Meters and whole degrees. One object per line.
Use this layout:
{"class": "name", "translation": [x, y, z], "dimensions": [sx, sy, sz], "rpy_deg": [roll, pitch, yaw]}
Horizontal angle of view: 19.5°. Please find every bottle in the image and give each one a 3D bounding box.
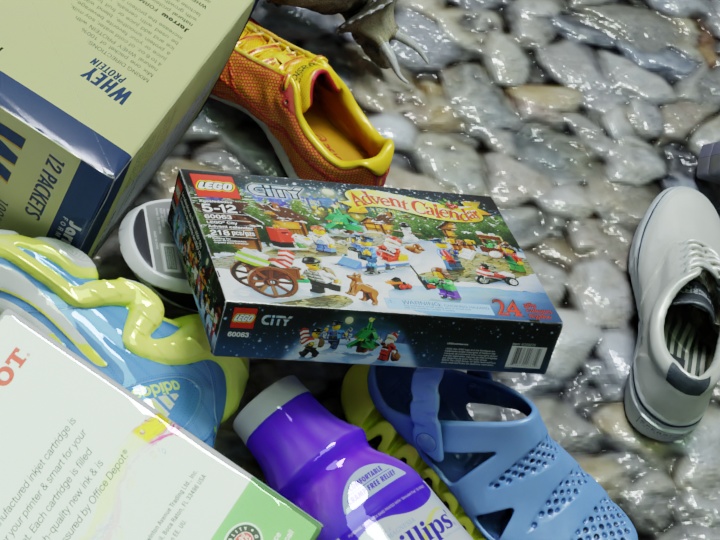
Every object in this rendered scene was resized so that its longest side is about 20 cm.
{"class": "bottle", "translation": [0.008, 0.147, 1.168], "dimensions": [0.083, 0.065, 0.200], "rpy_deg": [-29, 72, -37]}

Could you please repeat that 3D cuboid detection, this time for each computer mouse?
{"class": "computer mouse", "translation": [-0.053, -0.003, 1.262], "dimensions": [0.199, 0.044, 0.110], "rpy_deg": [5, 50, -21]}

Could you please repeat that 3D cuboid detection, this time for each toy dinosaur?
{"class": "toy dinosaur", "translation": [-0.040, -0.195, 1.355], "dimensions": [0.102, 0.077, 0.200], "rpy_deg": [24, 2, 39]}

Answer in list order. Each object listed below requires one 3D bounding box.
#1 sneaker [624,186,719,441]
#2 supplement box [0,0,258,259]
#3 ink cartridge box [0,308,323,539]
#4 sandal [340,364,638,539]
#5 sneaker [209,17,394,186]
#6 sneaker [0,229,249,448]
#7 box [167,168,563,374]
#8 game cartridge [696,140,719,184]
{"class": "sneaker", "translation": [0.217, 0.016, 1.363], "dimensions": [0.073, 0.071, 0.201], "rpy_deg": [19, 50, -12]}
{"class": "supplement box", "translation": [-0.197, -0.126, 1.224], "dimensions": [0.200, 0.134, 0.200], "rpy_deg": [32, 48, -1]}
{"class": "ink cartridge box", "translation": [-0.144, 0.139, 1.064], "dimensions": [0.200, 0.084, 0.145], "rpy_deg": [34, 67, 0]}
{"class": "sandal", "translation": [0.081, 0.107, 1.222], "dimensions": [0.200, 0.087, 0.080], "rpy_deg": [38, 46, 2]}
{"class": "sneaker", "translation": [-0.052, -0.124, 1.333], "dimensions": [0.200, 0.077, 0.073], "rpy_deg": [42, 51, 9]}
{"class": "sneaker", "translation": [-0.157, 0.050, 1.154], "dimensions": [0.199, 0.076, 0.105], "rpy_deg": [19, 51, -14]}
{"class": "box", "translation": [0.000, 0.000, 1.198], "dimensions": [0.199, 0.038, 0.137], "rpy_deg": [4, 33, -21]}
{"class": "game cartridge", "translation": [0.347, -0.058, 1.450], "dimensions": [0.199, 0.130, 0.039], "rpy_deg": [14, 88, -17]}
